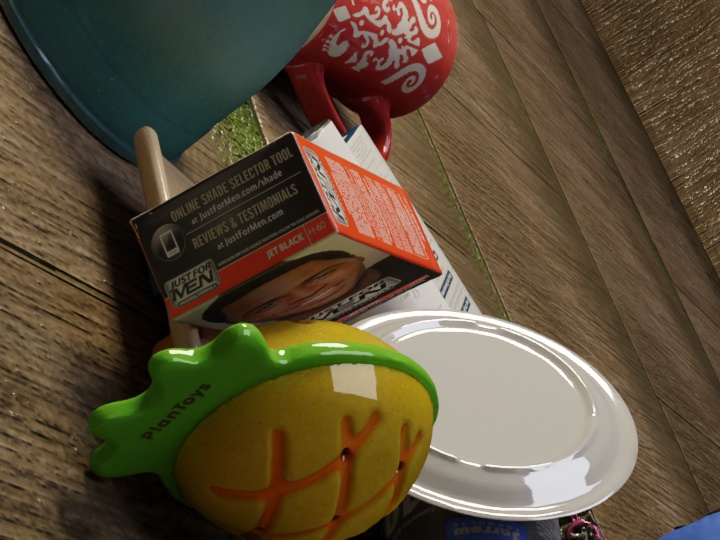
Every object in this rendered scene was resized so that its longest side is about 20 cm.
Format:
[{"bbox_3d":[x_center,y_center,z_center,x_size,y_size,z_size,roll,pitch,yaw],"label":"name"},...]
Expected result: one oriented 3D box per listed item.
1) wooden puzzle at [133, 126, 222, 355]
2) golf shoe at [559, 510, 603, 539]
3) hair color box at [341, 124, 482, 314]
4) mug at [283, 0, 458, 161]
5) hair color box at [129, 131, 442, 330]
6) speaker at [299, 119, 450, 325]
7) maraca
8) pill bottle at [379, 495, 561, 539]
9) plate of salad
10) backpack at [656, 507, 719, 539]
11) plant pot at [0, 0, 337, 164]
[{"bbox_3d":[-0.075,0.039,1.069,0.200,0.046,0.186,49,19,-47],"label":"wooden puzzle"},{"bbox_3d":[0.159,0.248,1.363,0.092,0.072,0.202,51,20,-78],"label":"golf shoe"},{"bbox_3d":[0.023,-0.003,1.392,0.201,0.060,0.100,57,17,-8],"label":"hair color box"},{"bbox_3d":[-0.010,-0.190,1.507,0.200,0.133,0.178,15,45,-63],"label":"mug"},{"bbox_3d":[-0.034,-0.012,1.003,0.062,0.101,0.200,66,14,13],"label":"hair color box"},{"bbox_3d":[0.000,0.000,1.286,0.201,0.081,0.081,57,16,-8],"label":"speaker"},{"bbox_3d":[-0.044,0.077,0.910,0.199,0.137,0.107,19,34,-47],"label":"maraca"},{"bbox_3d":[0.068,0.183,1.109,0.114,0.113,0.201,51,18,-25],"label":"pill bottle"},{"bbox_3d":[0.067,0.089,1.106,0.198,0.048,0.201,9,34,-6],"label":"plate of salad"},{"bbox_3d":[0.354,0.317,1.644,0.200,0.162,0.168,52,21,-28],"label":"backpack"},{"bbox_3d":[-0.099,-0.195,1.140,0.200,0.187,0.201,52,18,-25],"label":"plant pot"}]
